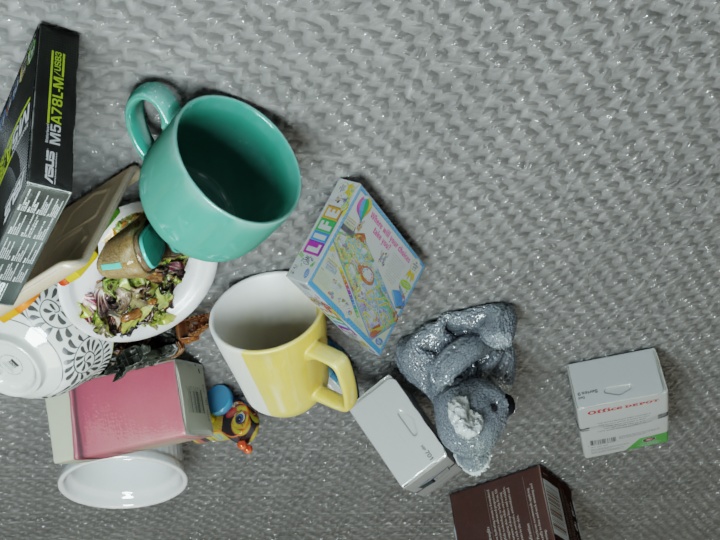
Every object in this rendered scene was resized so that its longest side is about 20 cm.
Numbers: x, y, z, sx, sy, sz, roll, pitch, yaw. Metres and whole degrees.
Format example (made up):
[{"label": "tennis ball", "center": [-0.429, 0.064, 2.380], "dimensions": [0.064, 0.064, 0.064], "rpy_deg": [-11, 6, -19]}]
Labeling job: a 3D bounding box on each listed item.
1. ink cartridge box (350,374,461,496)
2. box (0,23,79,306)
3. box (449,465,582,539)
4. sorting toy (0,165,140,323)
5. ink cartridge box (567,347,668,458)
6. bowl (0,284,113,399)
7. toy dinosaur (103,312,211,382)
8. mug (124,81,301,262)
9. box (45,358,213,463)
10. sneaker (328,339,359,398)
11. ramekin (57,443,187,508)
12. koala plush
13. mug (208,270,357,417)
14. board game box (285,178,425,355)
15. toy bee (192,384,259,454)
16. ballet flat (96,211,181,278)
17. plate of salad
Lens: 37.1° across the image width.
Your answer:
[{"label": "ink cartridge box", "center": [0.071, 0.251, 1.609], "dimensions": [0.086, 0.147, 0.200], "rpy_deg": [-37, 161, 2]}, {"label": "box", "center": [-0.322, -0.098, 1.028], "dimensions": [0.047, 0.195, 0.200], "rpy_deg": [14, 142, -27]}, {"label": "box", "center": [0.304, 0.499, 2.063], "dimensions": [0.199, 0.167, 0.164], "rpy_deg": [-23, 144, 23]}, {"label": "sorting toy", "center": [-0.327, -0.019, 1.156], "dimensions": [0.184, 0.201, 0.037], "rpy_deg": [-27, 115, 27]}, {"label": "ink cartridge box", "center": [0.419, 0.217, 1.737], "dimensions": [0.144, 0.085, 0.201], "rpy_deg": [-12, 146, 8]}, {"label": "bowl", "center": [-0.413, 0.091, 1.312], "dimensions": [0.198, 0.095, 0.202], "rpy_deg": [6, 124, 9]}, {"label": "toy dinosaur", "center": [-0.275, 0.083, 1.422], "dimensions": [0.200, 0.103, 0.135], "rpy_deg": [-41, 157, 22]}, {"label": "mug", "center": [-0.159, -0.100, 1.119], "dimensions": [0.151, 0.186, 0.114], "rpy_deg": [-10, 159, -44]}, {"label": "box", "center": [-0.325, 0.201, 1.519], "dimensions": [0.198, 0.110, 0.128], "rpy_deg": [-13, 169, 8]}, {"label": "sneaker", "center": [-0.093, 0.149, 1.550], "dimensions": [0.130, 0.080, 0.200], "rpy_deg": [-22, 134, 19]}, {"label": "ramekin", "center": [-0.372, 0.293, 1.691], "dimensions": [0.198, 0.099, 0.201], "rpy_deg": [-4, 147, -3]}, {"label": "koala plush", "center": [0.147, 0.179, 1.524], "dimensions": [0.182, 0.202, 0.178], "rpy_deg": [-8, 147, 3]}, {"label": "mug", "center": [-0.100, 0.117, 1.366], "dimensions": [0.148, 0.187, 0.154], "rpy_deg": [-18, 129, -9]}, {"label": "board game box", "center": [0.000, 0.000, 1.297], "dimensions": [0.034, 0.135, 0.200], "rpy_deg": [18, 161, 35]}, {"label": "toy bee", "center": [-0.201, 0.227, 1.616], "dimensions": [0.130, 0.110, 0.199], "rpy_deg": [26, 134, -37]}, {"label": "ballet flat", "center": [-0.236, -0.030, 1.162], "dimensions": [0.072, 0.200, 0.068], "rpy_deg": [-16, 105, 11]}, {"label": "plate of salad", "center": [-0.259, 0.009, 1.275], "dimensions": [0.198, 0.048, 0.202], "rpy_deg": [-19, 132, -22]}]
